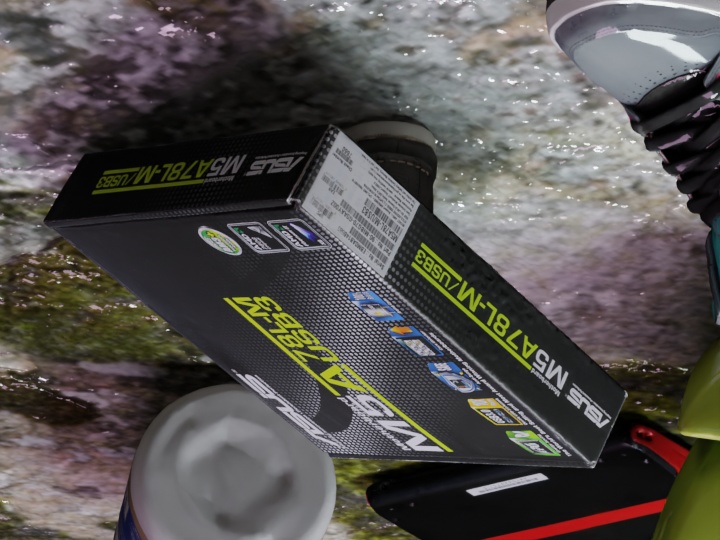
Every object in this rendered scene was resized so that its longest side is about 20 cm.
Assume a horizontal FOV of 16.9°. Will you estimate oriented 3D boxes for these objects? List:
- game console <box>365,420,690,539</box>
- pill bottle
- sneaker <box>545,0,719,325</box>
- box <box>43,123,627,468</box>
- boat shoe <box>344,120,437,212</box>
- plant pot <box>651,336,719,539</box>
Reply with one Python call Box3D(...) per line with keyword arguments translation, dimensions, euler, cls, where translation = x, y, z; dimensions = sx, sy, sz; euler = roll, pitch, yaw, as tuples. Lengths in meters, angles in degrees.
Box3D(translation=(0.129, 0.143, 1.461), dimensions=(0.199, 0.031, 0.177), euler=(-18, 144, 34), cls="game console")
Box3D(translation=(-0.082, 0.151, 1.371), dimensions=(0.110, 0.112, 0.200), euler=(6, 154, -8), cls="pill bottle")
Box3D(translation=(0.152, -0.036, 0.970), dimensions=(0.199, 0.122, 0.083), euler=(21, 149, -34), cls="sneaker")
Box3D(translation=(-0.013, 0.016, 1.062), dimensions=(0.200, 0.048, 0.192), euler=(42, 152, -30), cls="box")
Box3D(translation=(0.000, 0.000, 1.130), dimensions=(0.066, 0.057, 0.200), euler=(4, 154, -4), cls="boat shoe")
Box3D(translation=(0.237, 0.132, 1.183), dimensions=(0.198, 0.183, 0.199), euler=(6, -173, 10), cls="plant pot")
